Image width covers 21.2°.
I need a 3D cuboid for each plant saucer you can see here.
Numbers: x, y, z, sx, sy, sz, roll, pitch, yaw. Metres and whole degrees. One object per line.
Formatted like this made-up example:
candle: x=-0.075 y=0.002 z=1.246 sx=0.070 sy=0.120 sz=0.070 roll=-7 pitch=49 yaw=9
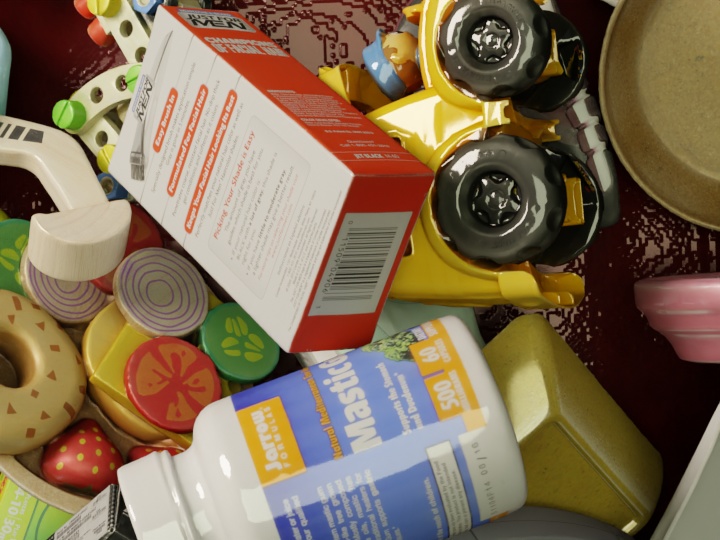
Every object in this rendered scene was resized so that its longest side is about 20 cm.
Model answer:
plant saucer: x=0.261 y=0.024 z=1.125 sx=0.199 sy=0.201 sz=0.051 roll=-4 pitch=91 yaw=0
plant saucer: x=0.244 y=-0.122 z=1.177 sx=0.199 sy=0.035 sz=0.201 roll=1 pitch=107 yaw=2
plant saucer: x=0.083 y=0.150 z=1.146 sx=0.200 sy=0.048 sz=0.200 roll=-43 pitch=135 yaw=1

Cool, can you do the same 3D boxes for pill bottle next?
pill bottle: x=-0.022 y=0.107 z=1.020 sx=0.199 sy=0.112 sz=0.113 roll=-20 pitch=92 yaw=-6

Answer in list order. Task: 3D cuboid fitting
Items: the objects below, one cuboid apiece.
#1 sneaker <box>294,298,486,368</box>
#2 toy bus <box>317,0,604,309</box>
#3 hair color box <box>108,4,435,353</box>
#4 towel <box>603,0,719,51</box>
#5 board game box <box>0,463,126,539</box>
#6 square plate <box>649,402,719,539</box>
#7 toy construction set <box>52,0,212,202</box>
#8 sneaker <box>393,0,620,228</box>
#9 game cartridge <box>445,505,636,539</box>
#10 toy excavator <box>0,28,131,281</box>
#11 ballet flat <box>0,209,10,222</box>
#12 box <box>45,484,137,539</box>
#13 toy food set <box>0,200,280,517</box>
sneaker: x=0.000 y=0.000 z=1.196 sx=0.118 sy=0.074 sz=0.201 roll=-29 pitch=84 yaw=-13
toy bus: x=0.034 y=-0.073 z=1.106 sx=0.191 sy=0.136 sz=0.201 roll=-4 pitch=88 yaw=20
hair color box: x=-0.054 y=-0.054 z=1.069 sx=0.200 sy=0.064 sz=0.111 roll=42 pitch=122 yaw=39
towel: x=0.239 y=-0.233 z=1.200 sx=0.199 sy=0.035 sz=0.193 roll=24 pitch=92 yaw=0
board game box: x=-0.128 y=0.171 z=1.171 sx=0.199 sy=0.048 sz=0.102 roll=20 pitch=90 yaw=-15
square plate: x=0.247 y=0.125 z=1.132 sx=0.199 sy=0.028 sz=0.199 roll=-4 pitch=128 yaw=-36
toy construction set: x=-0.163 y=-0.151 z=1.182 sx=0.131 sy=0.092 sz=0.200 roll=-40 pitch=84 yaw=26
sneaker: x=0.082 y=-0.106 z=1.192 sx=0.115 sy=0.076 sz=0.201 roll=-21 pitch=81 yaw=6
game cartridge: x=0.081 y=0.199 z=1.122 sx=0.199 sy=0.042 sz=0.134 roll=10 pitch=111 yaw=-37
toy excavator: x=-0.231 y=-0.090 z=1.136 sx=0.199 sy=0.100 sz=0.195 roll=7 pitch=48 yaw=-8
ballet flat: x=-0.202 y=0.042 z=1.202 sx=0.067 sy=0.067 sz=0.201 roll=-14 pitch=95 yaw=-21
box: x=-0.134 y=0.237 z=1.134 sx=0.193 sy=0.048 sz=0.200 roll=35 pitch=118 yaw=-27
toy food set: x=-0.150 y=0.052 z=1.136 sx=0.200 sy=0.049 sz=0.198 roll=35 pitch=50 yaw=-8
